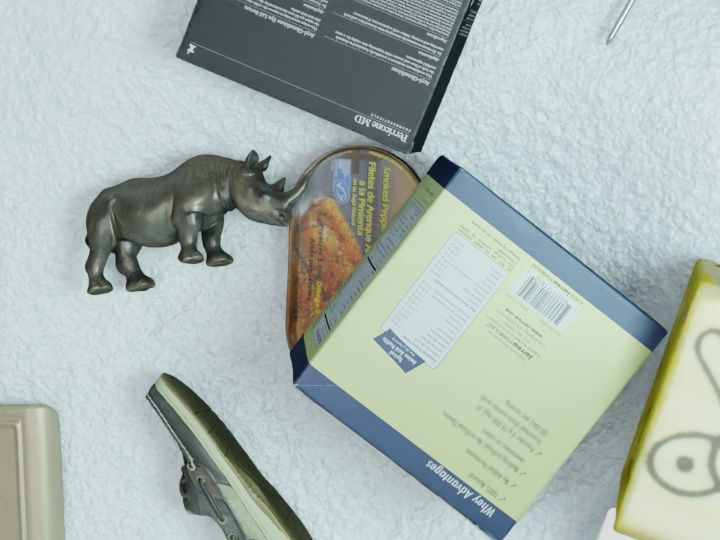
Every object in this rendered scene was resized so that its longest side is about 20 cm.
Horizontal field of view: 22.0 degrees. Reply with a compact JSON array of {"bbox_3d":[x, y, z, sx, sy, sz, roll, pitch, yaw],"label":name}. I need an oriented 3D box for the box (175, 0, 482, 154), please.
[{"bbox_3d":[-0.022,-0.192,1.441,0.200,0.079,0.141,24,96,7],"label":"box"}]

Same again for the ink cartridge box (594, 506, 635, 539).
[{"bbox_3d":[0.265,0.263,1.440,0.200,0.067,0.117,24,100,6],"label":"ink cartridge box"}]

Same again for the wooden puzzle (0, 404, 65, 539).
[{"bbox_3d":[-0.348,0.204,1.562,0.199,0.037,0.186,-1,95,6],"label":"wooden puzzle"}]

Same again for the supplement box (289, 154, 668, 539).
[{"bbox_3d":[0.082,0.055,1.390,0.200,0.134,0.200,38,94,-7],"label":"supplement box"}]

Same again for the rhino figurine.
[{"bbox_3d":[-0.133,-0.046,1.475,0.200,0.060,0.088,-17,77,17],"label":"rhino figurine"}]

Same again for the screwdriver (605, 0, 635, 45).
[{"bbox_3d":[0.238,-0.260,1.409,0.028,0.029,0.200,30,94,6],"label":"screwdriver"}]

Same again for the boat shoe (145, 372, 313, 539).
[{"bbox_3d":[-0.115,0.176,1.497,0.066,0.072,0.201,-38,93,6],"label":"boat shoe"}]

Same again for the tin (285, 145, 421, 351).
[{"bbox_3d":[0.000,0.000,1.477,0.112,0.042,0.201,5,97,14],"label":"tin"}]

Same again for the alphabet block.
[{"bbox_3d":[0.311,0.118,1.353,0.200,0.196,0.196,20,97,8],"label":"alphabet block"}]
